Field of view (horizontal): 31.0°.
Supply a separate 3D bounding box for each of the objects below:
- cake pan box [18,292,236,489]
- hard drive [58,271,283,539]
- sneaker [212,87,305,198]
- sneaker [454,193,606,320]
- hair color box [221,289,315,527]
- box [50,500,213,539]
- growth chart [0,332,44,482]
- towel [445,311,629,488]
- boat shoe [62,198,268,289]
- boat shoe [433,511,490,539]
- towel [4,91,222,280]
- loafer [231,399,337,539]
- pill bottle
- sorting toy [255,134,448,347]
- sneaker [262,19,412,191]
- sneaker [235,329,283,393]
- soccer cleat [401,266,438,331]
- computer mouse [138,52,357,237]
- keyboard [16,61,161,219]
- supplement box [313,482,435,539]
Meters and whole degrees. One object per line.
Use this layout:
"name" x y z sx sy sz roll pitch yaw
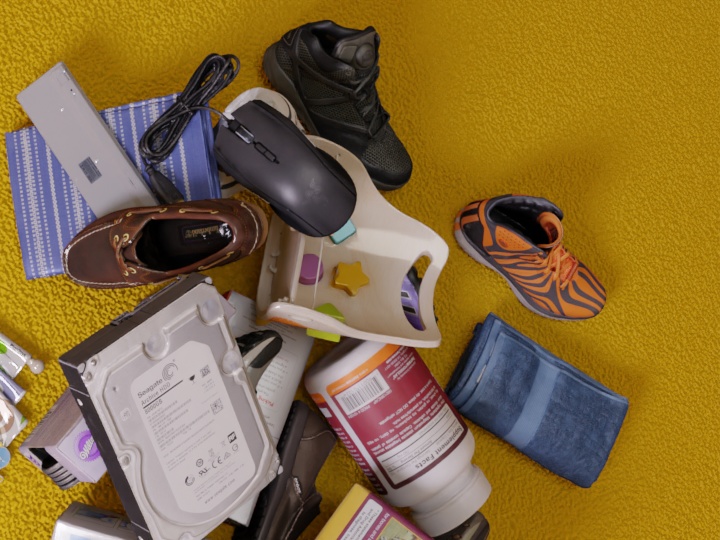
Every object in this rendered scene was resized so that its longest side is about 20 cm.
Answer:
"cake pan box" -0.212 0.100 1.144 0.052 0.184 0.201 43 67 -12
"hard drive" -0.148 0.121 1.059 0.139 0.038 0.202 -35 120 -33
"sneaker" -0.135 -0.097 1.274 0.199 0.129 0.080 -41 75 11
"sneaker" 0.199 -0.012 1.384 0.199 0.112 0.078 30 71 -16
"hair color box" -0.124 0.133 1.245 0.101 0.061 0.202 26 71 -17
"box" -0.178 0.288 1.133 0.198 0.101 0.114 16 88 -4
"growth chart" -0.372 0.134 1.160 0.144 0.018 0.201 33 71 -16
"towel" 0.191 0.142 1.390 0.199 0.048 0.112 33 71 -16
"boat shoe" -0.182 -0.024 1.139 0.070 0.198 0.071 -35 110 -69
"boat shoe" 0.069 0.331 1.299 0.073 0.074 0.201 44 76 -22
"towel" -0.228 -0.079 1.209 0.197 0.024 0.147 -10 86 7
"loafer" -0.068 0.228 1.246 0.070 0.073 0.202 25 73 -18
"pill bottle" 0.041 0.157 1.286 0.113 0.113 0.201 -37 97 -24
"sorting toy" 0.000 0.000 1.237 0.178 0.107 0.202 17 54 -12
"sneaker" -0.002 -0.172 1.319 0.200 0.114 0.076 51 50 -10
"sneaker" -0.133 0.138 1.175 0.079 0.074 0.201 42 74 -19
"soccer cleat" 0.005 -0.008 1.331 0.073 0.068 0.201 -36 96 -8
"computer mouse" -0.108 -0.089 1.157 0.140 0.046 0.200 -44 83 0
"keyboard" -0.243 -0.097 1.197 0.056 0.011 0.201 -36 83 10
"supplement box" 0.036 0.311 1.199 0.199 0.103 0.131 37 75 9
